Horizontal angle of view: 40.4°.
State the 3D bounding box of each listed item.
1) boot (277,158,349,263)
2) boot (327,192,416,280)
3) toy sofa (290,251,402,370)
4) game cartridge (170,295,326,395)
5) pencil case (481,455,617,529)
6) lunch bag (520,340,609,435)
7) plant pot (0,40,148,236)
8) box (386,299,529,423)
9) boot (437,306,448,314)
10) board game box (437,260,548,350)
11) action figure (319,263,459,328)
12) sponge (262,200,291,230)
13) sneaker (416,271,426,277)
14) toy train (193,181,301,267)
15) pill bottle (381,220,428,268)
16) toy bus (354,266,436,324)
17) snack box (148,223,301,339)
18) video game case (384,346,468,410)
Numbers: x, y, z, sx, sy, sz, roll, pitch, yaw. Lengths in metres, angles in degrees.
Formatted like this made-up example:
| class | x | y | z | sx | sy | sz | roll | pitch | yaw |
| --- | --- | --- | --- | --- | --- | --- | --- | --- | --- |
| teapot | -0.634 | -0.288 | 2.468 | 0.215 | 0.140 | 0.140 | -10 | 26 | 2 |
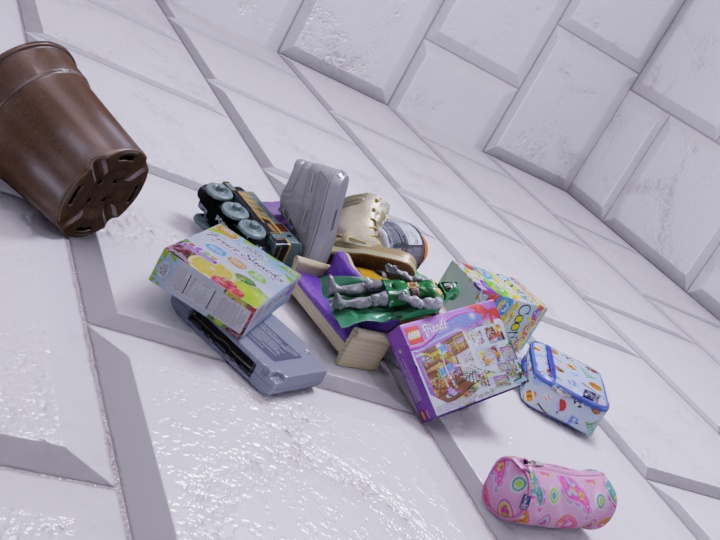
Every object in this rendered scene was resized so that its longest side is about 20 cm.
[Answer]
| class | x | y | z | sx | sy | sz | roll | pitch | yaw |
| --- | --- | --- | --- | --- | --- | --- | --- | --- | --- |
| boot | -0.089 | -0.077 | 1.571 | 0.095 | 0.202 | 0.073 | 20 | 15 | 13 |
| boot | 0.025 | -0.058 | 1.648 | 0.198 | 0.156 | 0.073 | 6 | -41 | 31 |
| toy sofa | -0.031 | 0.050 | 1.460 | 0.082 | 0.098 | 0.200 | 14 | 24 | -43 |
| game cartridge | -0.141 | 0.087 | 1.278 | 0.200 | 0.041 | 0.133 | 39 | 23 | 25 |
| pencil case | 0.250 | 0.291 | 1.279 | 0.199 | 0.088 | 0.088 | 18 | 21 | -38 |
| lunch bag | 0.350 | 0.201 | 1.718 | 0.159 | 0.076 | 0.200 | 28 | 16 | -1 |
| plant pot | -0.402 | -0.165 | 1.308 | 0.198 | 0.201 | 0.200 | 43 | 20 | 16 |
| box | 0.145 | 0.129 | 1.428 | 0.198 | 0.039 | 0.138 | -12 | 74 | -39 |
| boot | 0.161 | 0.125 | 1.566 | 0.145 | 0.071 | 0.200 | 34 | 17 | -9 |
| board game box | 0.240 | 0.068 | 1.845 | 0.199 | 0.106 | 0.103 | 14 | 24 | -41 |
| action figure | 0.051 | 0.032 | 1.405 | 0.197 | 0.055 | 0.119 | -2 | 39 | -20 |
| sponge | -0.116 | -0.099 | 1.693 | 0.110 | 0.030 | 0.200 | -4 | 12 | -14 |
| sneaker | 0.089 | 0.041 | 1.737 | 0.083 | 0.075 | 0.200 | 28 | 6 | 2 |
| toy train | -0.180 | -0.068 | 1.542 | 0.113 | 0.086 | 0.200 | 1 | 36 | -44 |
| pill bottle | 0.055 | -0.040 | 1.836 | 0.106 | 0.107 | 0.199 | 38 | 18 | 24 |
| toy bus | 0.027 | 0.051 | 1.516 | 0.065 | 0.079 | 0.199 | 3 | 20 | -42 |
| snack box | -0.174 | 0.008 | 1.295 | 0.141 | 0.053 | 0.200 | 33 | 16 | 5 |
| video game case | 0.106 | 0.135 | 1.576 | 0.199 | 0.023 | 0.182 | 33 | 17 | 7 |
